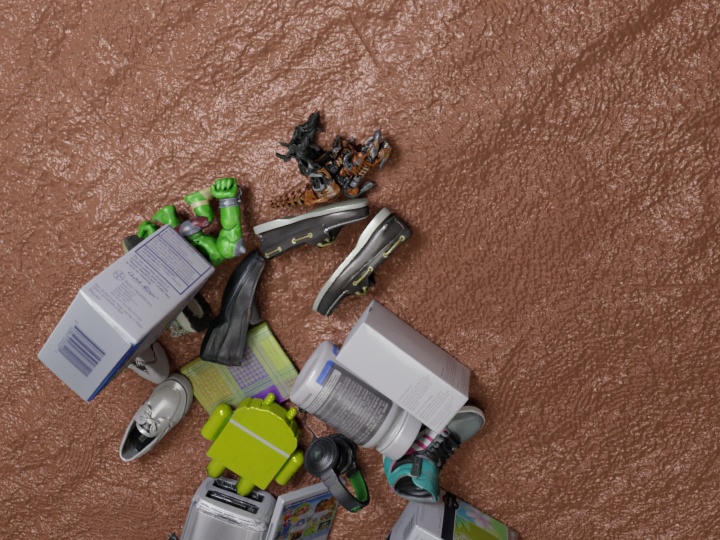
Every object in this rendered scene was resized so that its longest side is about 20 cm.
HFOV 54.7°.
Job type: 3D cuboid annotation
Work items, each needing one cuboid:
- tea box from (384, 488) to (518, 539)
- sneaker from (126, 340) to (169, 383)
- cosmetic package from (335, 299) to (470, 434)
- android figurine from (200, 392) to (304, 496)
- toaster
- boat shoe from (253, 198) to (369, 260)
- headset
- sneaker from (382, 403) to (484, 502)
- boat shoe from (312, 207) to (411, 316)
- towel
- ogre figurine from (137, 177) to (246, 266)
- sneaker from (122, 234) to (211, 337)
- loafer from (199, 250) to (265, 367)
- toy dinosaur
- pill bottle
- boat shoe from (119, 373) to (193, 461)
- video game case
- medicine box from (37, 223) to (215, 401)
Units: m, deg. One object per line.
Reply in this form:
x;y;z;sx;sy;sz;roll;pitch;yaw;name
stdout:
0.138;0.508;1.179;0.196;0.134;0.201;28;110;1;tea box
-0.428;0.145;1.208;0.200;0.075;0.115;42;110;2;sneaker
0.071;0.148;1.095;0.199;0.108;0.085;36;111;0;cosmetic package
-0.183;0.298;1.203;0.181;0.041;0.201;32;110;-6;android figurine
-0.238;0.457;1.248;0.198;0.114;0.130;18;106;5;toaster
-0.070;-0.063;1.069;0.200;0.072;0.061;-12;98;27;boat shoe
-0.040;0.301;1.164;0.094;0.123;0.201;-38;72;8;headset
0.119;0.304;1.118;0.199;0.121;0.084;-37;115;20;sneaker
0.000;0.000;1.075;0.060;0.072;0.202;38;109;3;boat shoe
-0.206;0.188;1.205;0.199;0.023;0.144;-30;99;17;towel
-0.259;-0.056;1.101;0.199;0.098;0.121;-23;90;5;ogre figurine
-0.342;0.035;1.160;0.088;0.077;0.201;-32;97;26;sneaker
-0.195;0.065;1.143;0.072;0.073;0.201;22;103;-19;loafer
-0.053;-0.151;1.039;0.200;0.102;0.136;-40;115;-3;toy dinosaur
-0.004;0.212;1.121;0.199;0.114;0.114;35;110;-7;pill bottle
-0.366;0.263;1.227;0.072;0.066;0.200;43;115;-1;boat shoe
-0.108;0.461;1.218;0.018;0.142;0.202;35;116;40;video game case
-0.335;0.059;1.009;0.103;0.200;0.182;44;128;-4;medicine box
